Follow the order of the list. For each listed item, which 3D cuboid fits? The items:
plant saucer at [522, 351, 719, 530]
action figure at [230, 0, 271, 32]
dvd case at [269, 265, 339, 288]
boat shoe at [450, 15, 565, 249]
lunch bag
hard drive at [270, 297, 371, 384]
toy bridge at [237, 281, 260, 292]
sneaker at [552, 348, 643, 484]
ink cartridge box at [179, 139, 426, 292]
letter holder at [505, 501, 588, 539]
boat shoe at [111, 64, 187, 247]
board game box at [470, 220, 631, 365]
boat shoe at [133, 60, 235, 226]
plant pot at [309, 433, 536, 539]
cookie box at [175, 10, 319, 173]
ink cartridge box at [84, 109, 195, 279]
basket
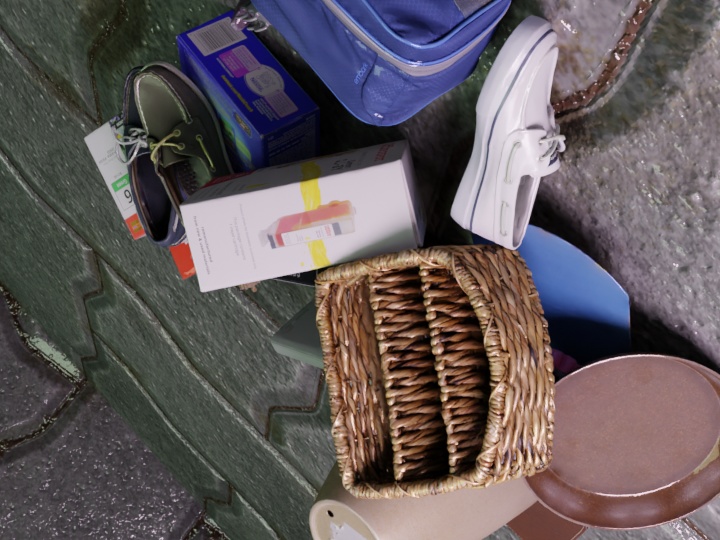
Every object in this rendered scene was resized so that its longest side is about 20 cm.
[{"bbox_3d":[0.235,0.144,0.894,0.035,0.200,0.201,-88,-24,-58],"label":"plant saucer"},{"bbox_3d":[-0.050,-0.234,0.898,0.200,0.069,0.130,31,163,44],"label":"action figure"},{"bbox_3d":[0.000,0.000,1.029,0.150,0.200,0.025,8,97,54],"label":"dvd case"},{"bbox_3d":[0.128,-0.100,0.793,0.067,0.074,0.200,34,144,19],"label":"boat shoe"},{"bbox_3d":[0.012,-0.225,0.741,0.200,0.136,0.132,47,154,7],"label":"lunch bag"},{"bbox_3d":[0.001,0.063,1.159,0.200,0.132,0.026,13,138,51],"label":"hard drive"},{"bbox_3d":[-0.143,-0.060,1.120,0.067,0.027,0.200,33,145,52],"label":"toy bridge"},{"bbox_3d":[0.200,0.134,0.975,0.200,0.079,0.095,35,174,-15],"label":"sneaker"},{"bbox_3d":[-0.046,-0.055,0.940,0.145,0.199,0.084,-71,-30,-75],"label":"ink cartridge box"},{"bbox_3d":[0.175,0.191,1.099,0.200,0.101,0.142,42,152,16],"label":"letter holder"},{"bbox_3d":[-0.225,-0.124,1.111,0.062,0.075,0.201,-30,-65,-77],"label":"boat shoe"},{"bbox_3d":[0.181,0.017,0.922,0.158,0.039,0.200,25,152,33],"label":"board game box"},{"bbox_3d":[-0.175,-0.114,1.038,0.072,0.060,0.202,-20,102,27],"label":"boat shoe"},{"bbox_3d":[0.051,0.206,0.982,0.187,0.200,0.188,22,127,32],"label":"plant pot"},{"bbox_3d":[-0.117,-0.142,1.099,0.171,0.075,0.200,51,157,26],"label":"cookie box"},{"bbox_3d":[-0.230,-0.090,1.191,0.109,0.050,0.200,-24,92,36],"label":"ink cartridge box"},{"bbox_3d":[0.063,0.082,0.848,0.143,0.149,0.201,-20,75,61],"label":"basket"}]
